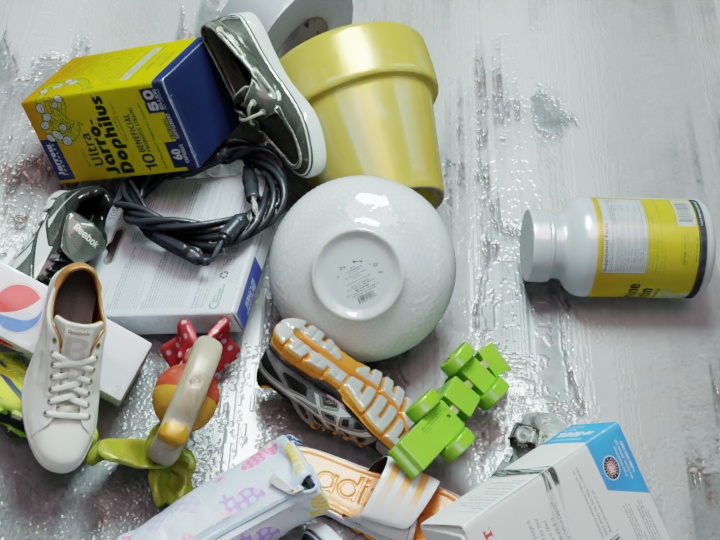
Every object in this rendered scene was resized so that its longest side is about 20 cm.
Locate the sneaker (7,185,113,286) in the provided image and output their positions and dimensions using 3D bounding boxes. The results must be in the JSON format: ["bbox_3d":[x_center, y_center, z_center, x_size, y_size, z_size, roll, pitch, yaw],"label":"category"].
[{"bbox_3d":[-0.319,-0.019,1.366,0.090,0.066,0.201,-19,40,36],"label":"sneaker"}]

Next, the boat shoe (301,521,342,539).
[{"bbox_3d":[-0.030,0.326,1.152,0.090,0.071,0.201,-17,59,-22],"label":"boat shoe"}]

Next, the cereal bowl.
[{"bbox_3d":[0.000,0.000,1.325,0.199,0.083,0.201,0,94,3],"label":"cereal bowl"}]

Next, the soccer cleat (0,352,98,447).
[{"bbox_3d":[-0.347,0.119,1.282,0.199,0.065,0.084,19,54,10],"label":"soccer cleat"}]

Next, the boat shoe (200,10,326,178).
[{"bbox_3d":[-0.108,-0.182,1.372,0.064,0.071,0.201,-24,80,-38],"label":"boat shoe"}]

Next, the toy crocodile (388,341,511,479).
[{"bbox_3d":[0.091,0.137,1.291,0.067,0.062,0.200,44,49,-1],"label":"toy crocodile"}]

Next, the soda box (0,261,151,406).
[{"bbox_3d":[-0.313,0.059,1.286,0.199,0.064,0.068,29,74,-5],"label":"soda box"}]

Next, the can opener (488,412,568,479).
[{"bbox_3d":[0.150,0.230,1.256,0.053,0.067,0.201,16,64,31],"label":"can opener"}]

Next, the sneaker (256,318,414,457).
[{"bbox_3d":[-0.020,0.135,1.301,0.200,0.077,0.078,40,29,3],"label":"sneaker"}]

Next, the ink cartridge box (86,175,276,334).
[{"bbox_3d":[-0.198,-0.018,1.400,0.199,0.043,0.197,-2,50,20],"label":"ink cartridge box"}]

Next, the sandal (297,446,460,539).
[{"bbox_3d":[0.007,0.215,1.247,0.206,0.059,0.079,17,54,7],"label":"sandal"}]

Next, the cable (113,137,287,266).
[{"bbox_3d":[-0.176,-0.090,1.392,0.199,0.051,0.163,25,63,36],"label":"cable"}]

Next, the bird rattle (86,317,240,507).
[{"bbox_3d":[-0.165,0.128,1.244,0.112,0.163,0.201,33,64,-6],"label":"bird rattle"}]

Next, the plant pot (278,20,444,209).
[{"bbox_3d":[0.007,-0.148,1.447,0.200,0.201,0.190,-14,72,-15],"label":"plant pot"}]

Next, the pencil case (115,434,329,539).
[{"bbox_3d":[-0.127,0.236,1.186,0.199,0.083,0.091,-30,19,-12],"label":"pencil case"}]

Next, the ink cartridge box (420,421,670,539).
[{"bbox_3d":[0.174,0.249,1.176,0.199,0.084,0.147,-26,95,-27],"label":"ink cartridge box"}]

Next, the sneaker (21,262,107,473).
[{"bbox_3d":[-0.280,0.089,1.210,0.072,0.085,0.201,4,78,-18],"label":"sneaker"}]

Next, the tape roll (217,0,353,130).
[{"bbox_3d":[-0.095,-0.267,1.508,0.066,0.201,0.200,35,58,20],"label":"tape roll"}]

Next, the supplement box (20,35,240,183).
[{"bbox_3d":[-0.254,-0.177,1.423,0.199,0.109,0.110,-3,33,30],"label":"supplement box"}]

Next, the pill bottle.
[{"bbox_3d":[0.282,-0.026,1.419,0.199,0.112,0.112,1,53,-4],"label":"pill bottle"}]
